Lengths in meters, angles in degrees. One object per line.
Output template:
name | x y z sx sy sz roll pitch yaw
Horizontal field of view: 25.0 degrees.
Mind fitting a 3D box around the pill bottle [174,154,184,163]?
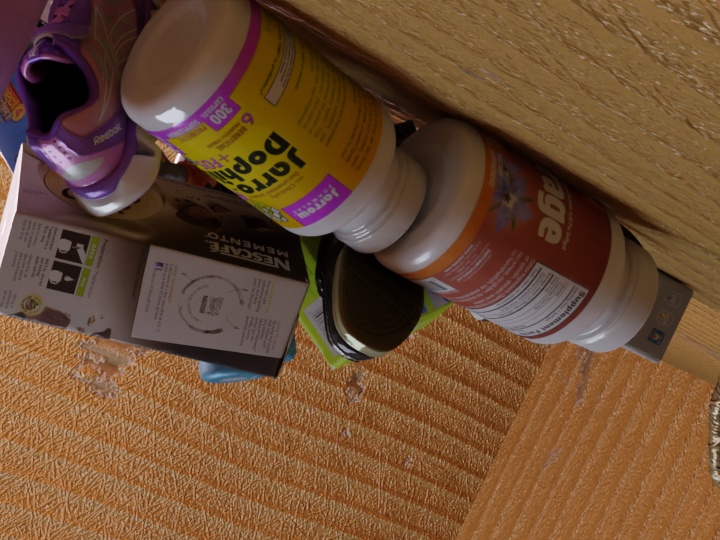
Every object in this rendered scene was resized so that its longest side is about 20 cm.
pill bottle | -0.112 -0.110 1.578 0.104 0.105 0.200 26 -161 -2

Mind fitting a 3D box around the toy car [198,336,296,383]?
toy car | -0.040 -0.009 1.411 0.199 0.186 0.177 -3 169 -19

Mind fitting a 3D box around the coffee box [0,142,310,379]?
coffee box | -0.143 -0.007 1.100 0.199 0.080 0.113 14 -155 -15

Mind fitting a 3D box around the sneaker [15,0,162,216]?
sneaker | -0.179 -0.138 1.037 0.080 0.201 0.088 -24 147 28

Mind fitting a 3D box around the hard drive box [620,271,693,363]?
hard drive box | 0.182 -0.001 1.512 0.199 0.077 0.156 26 180 -22

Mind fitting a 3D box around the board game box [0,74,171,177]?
board game box | -0.199 -0.069 1.272 0.196 0.056 0.200 37 -169 -48

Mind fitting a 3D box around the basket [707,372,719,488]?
basket | 0.333 0.116 1.085 0.199 0.150 0.143 28 -179 29

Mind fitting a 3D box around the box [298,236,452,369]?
box | 0.000 0.000 1.280 0.122 0.048 0.200 55 -156 7

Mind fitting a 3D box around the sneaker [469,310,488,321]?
sneaker | 0.069 -0.047 1.326 0.115 0.075 0.200 33 -161 -18

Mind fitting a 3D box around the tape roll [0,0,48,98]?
tape roll | -0.250 -0.149 1.021 0.065 0.201 0.200 27 180 -19

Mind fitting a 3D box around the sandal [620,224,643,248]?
sandal | 0.133 -0.013 1.239 0.199 0.082 0.055 13 -175 -17

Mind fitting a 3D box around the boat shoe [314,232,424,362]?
boat shoe | 0.001 0.002 1.151 0.072 0.066 0.201 36 -147 -20

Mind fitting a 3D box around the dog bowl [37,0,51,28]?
dog bowl | -0.221 -0.195 1.293 0.199 0.074 0.200 32 -177 -2

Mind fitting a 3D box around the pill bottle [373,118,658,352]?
pill bottle | 0.111 -0.017 1.136 0.199 0.113 0.112 26 180 -32

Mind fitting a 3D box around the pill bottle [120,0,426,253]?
pill bottle | -0.048 -0.090 1.032 0.200 0.105 0.104 35 175 -35

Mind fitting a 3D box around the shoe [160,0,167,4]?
shoe | -0.125 -0.167 1.195 0.070 0.054 0.200 28 -177 27

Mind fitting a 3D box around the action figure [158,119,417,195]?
action figure | -0.064 -0.105 1.238 0.194 0.199 0.105 -74 -34 -68
